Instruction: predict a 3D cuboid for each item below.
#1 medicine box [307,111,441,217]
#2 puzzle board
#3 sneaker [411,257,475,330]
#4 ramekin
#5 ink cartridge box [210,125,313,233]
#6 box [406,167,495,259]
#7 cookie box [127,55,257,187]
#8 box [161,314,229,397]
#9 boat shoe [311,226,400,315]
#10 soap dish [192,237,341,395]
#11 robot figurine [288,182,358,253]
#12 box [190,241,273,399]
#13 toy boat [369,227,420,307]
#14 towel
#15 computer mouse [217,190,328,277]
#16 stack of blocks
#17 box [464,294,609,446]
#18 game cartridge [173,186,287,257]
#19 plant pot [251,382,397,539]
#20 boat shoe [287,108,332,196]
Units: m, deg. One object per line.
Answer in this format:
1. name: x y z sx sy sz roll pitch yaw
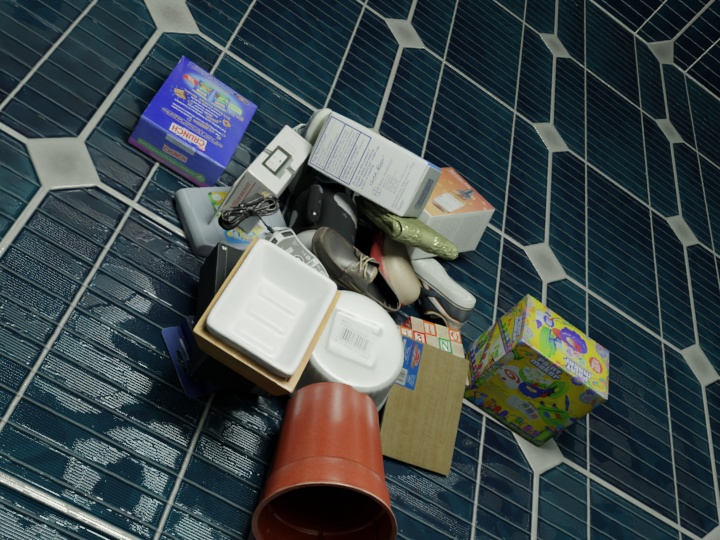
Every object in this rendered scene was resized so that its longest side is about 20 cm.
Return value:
1. medicine box: 0.030 -0.185 1.490 0.197 0.105 0.182 30 9 10
2. puzzle board: 0.106 0.228 1.416 0.148 0.017 0.205 22 69 -24
3. sneaker: 0.138 0.039 1.611 0.077 0.081 0.200 2 31 -36
4. ramekin: -0.026 0.131 1.316 0.196 0.098 0.204 14 51 -17
5. ink cartridge box: -0.168 -0.147 1.430 0.067 0.116 0.201 37 43 -5
6. box: 0.144 -0.119 1.684 0.197 0.108 0.153 -9 45 -42
7. cookie box: -0.298 -0.266 1.504 0.169 0.075 0.202 32 43 -14
8. box: -0.201 0.121 1.303 0.197 0.032 0.123 -9 64 -41
9. boat shoe: 0.000 0.000 1.361 0.200 0.072 0.075 47 51 -30
10. soap dish: -0.131 0.067 1.184 0.155 0.082 0.202 31 46 -4
11. robot figurine: -0.070 -0.064 1.463 0.149 0.124 0.203 37 41 -30
12. box: -0.177 0.075 1.275 0.139 0.079 0.203 22 46 -28
13. toy boat: 0.032 0.004 1.520 0.200 0.128 0.133 -95 163 -79
14. towel: 0.079 -0.076 1.476 0.146 0.037 0.200 21 11 -30
15. computer mouse: -0.128 -0.029 1.311 0.109 0.044 0.201 -32 80 -40
16. stack of blocks: 0.092 0.148 1.490 0.196 0.059 0.117 17 48 -27
17. box: 0.320 0.188 1.538 0.198 0.193 0.123 34 42 -11
18. game cartridge: -0.216 -0.084 1.454 0.197 0.040 0.136 -7 66 -41
19. plant pot: -0.047 0.282 1.189 0.198 0.202 0.198 25 36 -19
20. boat shoe: -0.106 -0.228 1.537 0.069 0.202 0.072 -26 65 -40
